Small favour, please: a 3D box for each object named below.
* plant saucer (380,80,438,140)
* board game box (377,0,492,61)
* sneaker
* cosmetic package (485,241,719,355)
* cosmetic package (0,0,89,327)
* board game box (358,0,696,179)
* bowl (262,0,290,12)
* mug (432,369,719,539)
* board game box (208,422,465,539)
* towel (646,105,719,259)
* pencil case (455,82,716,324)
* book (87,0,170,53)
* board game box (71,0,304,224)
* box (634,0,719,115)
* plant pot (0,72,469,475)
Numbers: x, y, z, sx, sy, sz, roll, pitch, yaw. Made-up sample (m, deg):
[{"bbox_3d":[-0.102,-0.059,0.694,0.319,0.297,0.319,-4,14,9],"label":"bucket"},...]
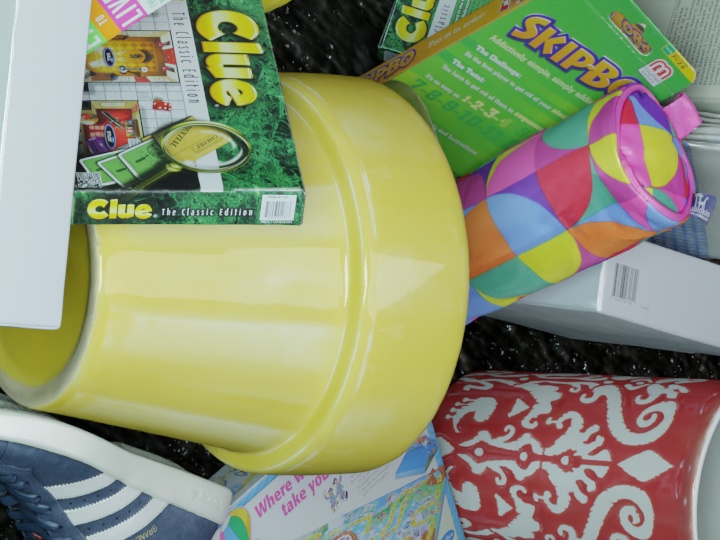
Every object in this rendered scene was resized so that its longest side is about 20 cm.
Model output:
[{"bbox_3d":[0.000,0.000,1.485,0.031,0.200,0.201,1,93,-19],"label":"plant saucer"},{"bbox_3d":[0.088,-0.199,1.625,0.023,0.104,0.201,98,11,-73],"label":"board game box"},{"bbox_3d":[-0.146,0.118,1.384,0.200,0.075,0.085,27,85,-43],"label":"sneaker"},{"bbox_3d":[0.135,0.011,1.661,0.200,0.150,0.052,15,80,-52],"label":"cosmetic package"},{"bbox_3d":[-0.191,-0.081,1.229,0.052,0.150,0.201,6,90,-51],"label":"cosmetic package"},{"bbox_3d":[0.077,-0.097,1.532,0.096,0.199,0.030,43,39,-28],"label":"board game box"},{"bbox_3d":[-0.046,-0.226,1.443,0.200,0.107,0.202,-6,98,-50],"label":"bowl"},{"bbox_3d":[0.154,0.134,1.659,0.178,0.199,0.134,53,54,-41],"label":"mug"},{"bbox_3d":[-0.023,0.147,1.569,0.200,0.034,0.135,-39,123,-42],"label":"board game box"},{"bbox_3d":[0.154,-0.053,1.613,0.147,0.199,0.024,68,33,-57],"label":"towel"},{"bbox_3d":[0.091,-0.029,1.523,0.088,0.199,0.089,34,43,-39],"label":"pencil case"},{"bbox_3d":[-0.074,-0.181,1.286,0.199,0.134,0.048,-32,128,7],"label":"book"},{"bbox_3d":[-0.091,-0.090,1.316,0.104,0.201,0.024,1,128,-13],"label":"board game box"},{"bbox_3d":[0.154,-0.120,1.631,0.068,0.199,0.083,35,67,-48],"label":"box"},{"bbox_3d":[-0.079,0.002,1.373,0.188,0.200,0.202,0,94,-35],"label":"plant pot"}]
